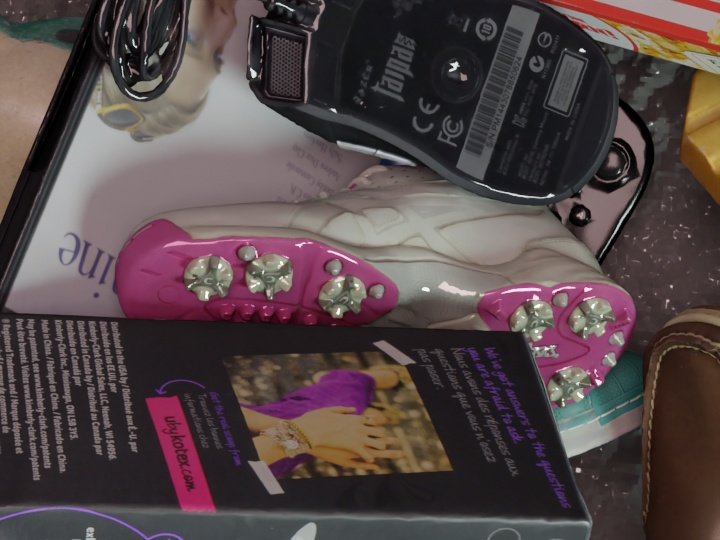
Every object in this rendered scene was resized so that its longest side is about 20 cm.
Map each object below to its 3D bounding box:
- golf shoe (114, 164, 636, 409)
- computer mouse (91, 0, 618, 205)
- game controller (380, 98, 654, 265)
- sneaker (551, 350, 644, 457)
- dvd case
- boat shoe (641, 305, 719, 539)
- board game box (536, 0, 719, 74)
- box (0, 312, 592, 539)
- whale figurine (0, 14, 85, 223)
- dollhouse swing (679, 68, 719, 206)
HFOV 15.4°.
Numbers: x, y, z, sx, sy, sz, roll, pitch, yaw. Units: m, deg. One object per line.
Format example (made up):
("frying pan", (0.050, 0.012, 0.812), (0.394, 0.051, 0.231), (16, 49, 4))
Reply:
("golf shoe", (0.000, 0.000, 0.965), (0.199, 0.092, 0.075), (9, 128, -27))
("computer mouse", (0.006, -0.108, 0.952), (0.199, 0.046, 0.141), (15, 88, -21))
("game controller", (0.013, -0.060, 1.050), (0.200, 0.042, 0.105), (31, 86, 5))
("sneaker", (0.016, 0.047, 1.024), (0.199, 0.071, 0.080), (-12, 88, 2))
("dvd case", (-0.050, -0.048, 0.965), (0.018, 0.143, 0.201), (8, 73, 47))
("boat shoe", (0.136, 0.117, 0.975), (0.075, 0.075, 0.203), (-4, 106, 41))
("board game box", (0.139, -0.149, 0.975), (0.200, 0.046, 0.152), (19, 83, 34))
("box", (-0.038, 0.094, 0.900), (0.199, 0.106, 0.123), (3, 125, -14))
("whale figurine", (-0.145, -0.045, 1.030), (0.199, 0.104, 0.160), (11, 126, 23))
("dollhouse swing", (0.240, -0.082, 0.946), (0.175, 0.182, 0.200), (-17, 55, -30))
